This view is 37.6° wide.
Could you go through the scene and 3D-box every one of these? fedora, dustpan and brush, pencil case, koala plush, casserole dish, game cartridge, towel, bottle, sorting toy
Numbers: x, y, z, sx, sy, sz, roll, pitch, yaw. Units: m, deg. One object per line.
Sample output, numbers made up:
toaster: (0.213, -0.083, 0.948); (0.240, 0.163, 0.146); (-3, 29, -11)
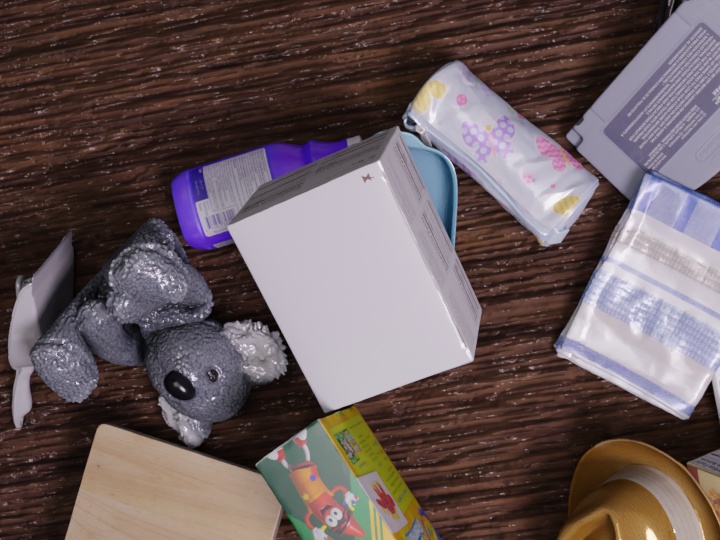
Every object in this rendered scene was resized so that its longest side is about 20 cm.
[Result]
fedora: (0.232, 0.252, 0.936); (0.081, 0.200, 0.203); (-12, 82, -35)
dustpan and brush: (-0.331, 0.072, 1.071); (0.056, 0.140, 0.202); (3, 112, 1)
pencil case: (0.135, -0.114, 1.022); (0.200, 0.091, 0.083); (41, 131, 7)
koala plush: (-0.180, 0.069, 1.034); (0.200, 0.184, 0.177); (43, 104, -12)
casserole dish: (0.034, -0.042, 1.026); (0.119, 0.039, 0.202); (4, 114, 8)
game cartridge: (0.305, -0.155, 0.994); (0.133, 0.041, 0.200); (47, 119, 12)
towel: (0.288, 0.024, 0.998); (0.146, 0.024, 0.202); (29, 103, 16)
bottle: (-0.087, -0.084, 1.062); (0.198, 0.065, 0.085); (-17, 81, 6)
sorting toy: (-0.185, 0.274, 1.048); (0.198, 0.070, 0.201); (16, 88, 9)

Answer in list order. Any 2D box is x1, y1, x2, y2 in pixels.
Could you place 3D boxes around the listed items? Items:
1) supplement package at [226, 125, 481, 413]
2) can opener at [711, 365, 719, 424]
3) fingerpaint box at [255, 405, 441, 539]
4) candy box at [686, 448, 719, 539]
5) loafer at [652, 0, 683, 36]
supplement package: (0.000, 0.000, 0.968); (0.154, 0.111, 0.202); (-21, 106, 18)
can opener: (0.370, 0.174, 0.982); (0.053, 0.067, 0.203); (-10, 85, 5)
fingerpaint box: (-0.003, 0.217, 0.962); (0.073, 0.200, 0.168); (-35, 83, 5)
candy box: (0.392, 0.195, 0.935); (0.198, 0.055, 0.117); (-18, 100, -19)
loafer: (0.321, -0.246, 1.021); (0.071, 0.063, 0.203); (-1, 86, 8)
